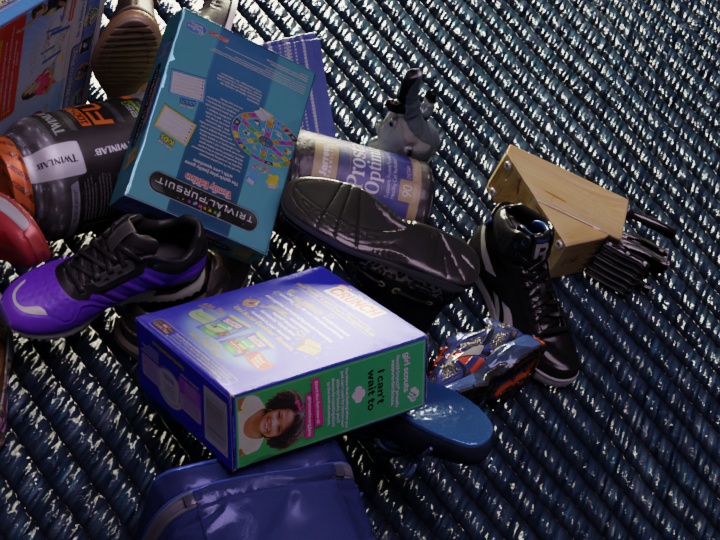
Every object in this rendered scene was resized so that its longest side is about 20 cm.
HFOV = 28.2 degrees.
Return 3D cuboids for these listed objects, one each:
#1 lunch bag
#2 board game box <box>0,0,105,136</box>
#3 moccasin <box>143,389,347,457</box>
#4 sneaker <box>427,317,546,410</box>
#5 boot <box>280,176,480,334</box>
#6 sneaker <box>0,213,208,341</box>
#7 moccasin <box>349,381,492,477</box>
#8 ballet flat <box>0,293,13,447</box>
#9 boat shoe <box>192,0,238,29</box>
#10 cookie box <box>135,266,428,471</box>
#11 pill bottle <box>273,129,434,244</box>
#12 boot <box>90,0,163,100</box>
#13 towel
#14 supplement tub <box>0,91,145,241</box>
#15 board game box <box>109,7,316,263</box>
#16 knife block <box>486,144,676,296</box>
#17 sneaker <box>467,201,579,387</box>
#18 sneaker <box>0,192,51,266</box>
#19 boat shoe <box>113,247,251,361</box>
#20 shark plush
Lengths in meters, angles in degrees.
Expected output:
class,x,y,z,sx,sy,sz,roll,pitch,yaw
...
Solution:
class,x,y,z,sx,sy,sz,roll,pitch,yaw
lunch bag,-0.083,0.220,1.210,0.199,0.136,0.133,-8,57,-28
board game box,-0.337,-0.201,1.395,0.056,0.200,0.196,35,47,12
moccasin,-0.099,0.122,1.322,0.199,0.081,0.068,27,43,-2
sneaker,0.096,0.108,1.436,0.199,0.076,0.078,-24,50,-40
boot,0.000,0.001,1.412,0.203,0.154,0.074,23,52,-4
sneaker,-0.224,-0.007,1.270,0.199,0.100,0.070,-19,65,-29
moccasin,0.038,0.138,1.318,0.199,0.069,0.080,23,30,39
ballet flat,-0.335,0.069,1.264,0.069,0.071,0.201,8,50,-25
boat shoe,-0.181,-0.253,1.596,0.060,0.074,0.201,18,56,-15
cookie box,-0.068,0.079,1.248,0.199,0.076,0.171,-15,30,-32
pill bottle,-0.033,-0.082,1.493,0.199,0.112,0.112,13,49,-14
boot,-0.240,-0.262,1.482,0.072,0.200,0.167,3,65,-12
towel,-0.114,-0.168,1.538,0.199,0.024,0.146,-18,103,-33
supplement tub,-0.264,-0.100,1.398,0.199,0.123,0.123,-17,62,-34
board game box,-0.139,-0.128,1.378,0.150,0.047,0.201,23,69,-23
knife block,0.263,-0.060,1.639,0.175,0.064,0.201,-12,59,-32
sneaker,0.180,0.016,1.507,0.073,0.112,0.201,-14,60,-31
sneaker,-0.379,-0.020,1.298,0.199,0.079,0.116,18,50,37
boat shoe,-0.159,0.009,1.389,0.074,0.073,0.200,33,48,4
shark plush,0.050,-0.166,1.556,0.091,0.200,0.083,34,72,29
